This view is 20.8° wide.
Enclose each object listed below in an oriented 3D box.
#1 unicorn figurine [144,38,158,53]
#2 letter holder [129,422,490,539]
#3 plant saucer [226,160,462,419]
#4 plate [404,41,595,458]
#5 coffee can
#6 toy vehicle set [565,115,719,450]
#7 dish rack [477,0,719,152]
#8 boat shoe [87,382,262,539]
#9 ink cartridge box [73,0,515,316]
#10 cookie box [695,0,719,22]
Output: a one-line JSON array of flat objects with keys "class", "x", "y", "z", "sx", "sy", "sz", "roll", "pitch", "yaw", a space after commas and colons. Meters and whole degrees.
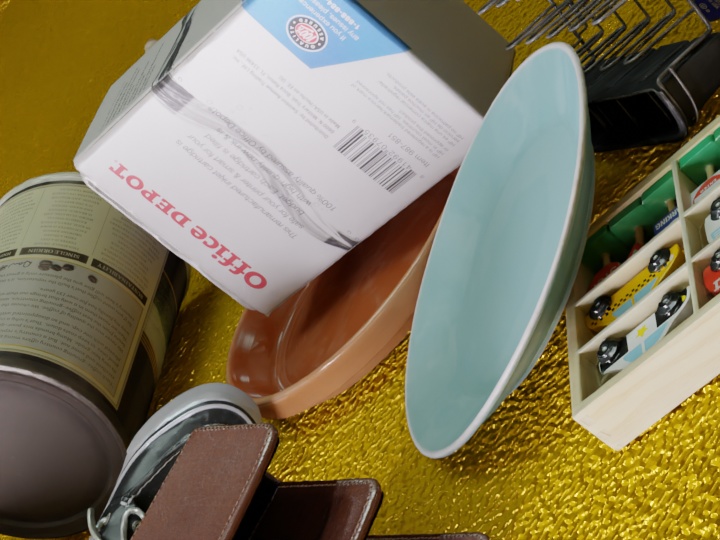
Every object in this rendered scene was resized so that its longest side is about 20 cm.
[{"class": "unicorn figurine", "x": -0.103, "y": -0.169, "z": 1.532, "sx": 0.200, "sy": 0.074, "sz": 0.137, "roll": -53, "pitch": 30, "yaw": -19}, {"class": "letter holder", "x": -0.049, "y": 0.173, "z": 0.824, "sx": 0.142, "sy": 0.101, "sz": 0.200, "roll": -12, "pitch": 44, "yaw": 58}, {"class": "plant saucer", "x": 0.000, "y": 0.000, "z": 1.102, "sx": 0.200, "sy": 0.032, "sz": 0.200, "roll": -43, "pitch": 22, "yaw": 22}, {"class": "plate", "x": 0.069, "y": -0.007, "z": 0.911, "sx": 0.200, "sy": 0.025, "sz": 0.201, "roll": -162, "pitch": 90, "yaw": -76}, {"class": "coffee can", "x": -0.200, "y": 0.052, "z": 1.276, "sx": 0.146, "sy": 0.146, "sz": 0.200, "roll": -38, "pitch": 24, "yaw": 32}, {"class": "toy vehicle set", "x": 0.164, "y": -0.027, "z": 0.802, "sx": 0.200, "sy": 0.026, "sz": 0.124, "roll": -42, "pitch": 23, "yaw": 25}, {"class": "dish rack", "x": 0.083, "y": -0.150, "z": 0.928, "sx": 0.055, "sy": 0.200, "sz": 0.153, "roll": -42, "pitch": 11, "yaw": -13}, {"class": "boat shoe", "x": -0.117, "y": 0.151, "z": 1.035, "sx": 0.199, "sy": 0.074, "sz": 0.068, "roll": -50, "pitch": 16, "yaw": 7}, {"class": "ink cartridge box", "x": -0.037, "y": -0.088, "z": 1.074, "sx": 0.200, "sy": 0.145, "sz": 0.084, "roll": -37, "pitch": 24, "yaw": 34}, {"class": "cookie box", "x": 0.235, "y": -0.228, "z": 0.915, "sx": 0.200, "sy": 0.075, "sz": 0.171, "roll": -20, "pitch": 37, "yaw": 54}]
